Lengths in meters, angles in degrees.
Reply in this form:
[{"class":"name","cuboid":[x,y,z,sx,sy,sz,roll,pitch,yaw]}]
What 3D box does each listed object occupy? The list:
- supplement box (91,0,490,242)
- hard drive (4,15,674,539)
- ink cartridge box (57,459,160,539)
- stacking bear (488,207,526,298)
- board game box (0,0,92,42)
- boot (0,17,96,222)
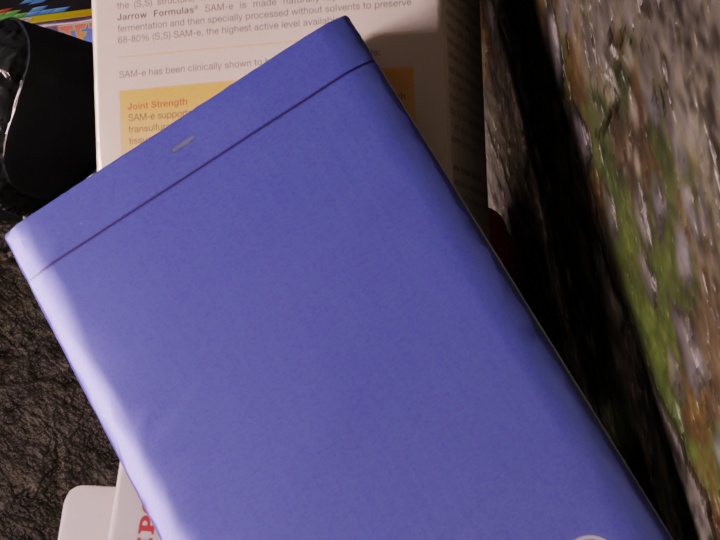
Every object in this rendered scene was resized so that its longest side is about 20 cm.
[{"class":"supplement box","cuboid":[-0.022,-0.049,0.672,0.074,0.126,0.201,10,-102,-74]},{"class":"hard drive","cuboid":[-0.010,0.038,0.591,0.200,0.132,0.025,59,-175,19]},{"class":"ink cartridge box","cuboid":[-0.022,0.116,0.633,0.067,0.199,0.116,66,-153,-62]},{"class":"stacking bear","cuboid":[0.026,0.072,0.737,0.114,0.121,0.201,-11,78,55]},{"class":"board game box","cuboid":[-0.128,-0.156,1.195,0.165,0.199,0.057,-65,-33,-63]},{"class":"boot","cuboid":[-0.084,-0.074,0.857,0.200,0.168,0.077,-42,48,34]}]
